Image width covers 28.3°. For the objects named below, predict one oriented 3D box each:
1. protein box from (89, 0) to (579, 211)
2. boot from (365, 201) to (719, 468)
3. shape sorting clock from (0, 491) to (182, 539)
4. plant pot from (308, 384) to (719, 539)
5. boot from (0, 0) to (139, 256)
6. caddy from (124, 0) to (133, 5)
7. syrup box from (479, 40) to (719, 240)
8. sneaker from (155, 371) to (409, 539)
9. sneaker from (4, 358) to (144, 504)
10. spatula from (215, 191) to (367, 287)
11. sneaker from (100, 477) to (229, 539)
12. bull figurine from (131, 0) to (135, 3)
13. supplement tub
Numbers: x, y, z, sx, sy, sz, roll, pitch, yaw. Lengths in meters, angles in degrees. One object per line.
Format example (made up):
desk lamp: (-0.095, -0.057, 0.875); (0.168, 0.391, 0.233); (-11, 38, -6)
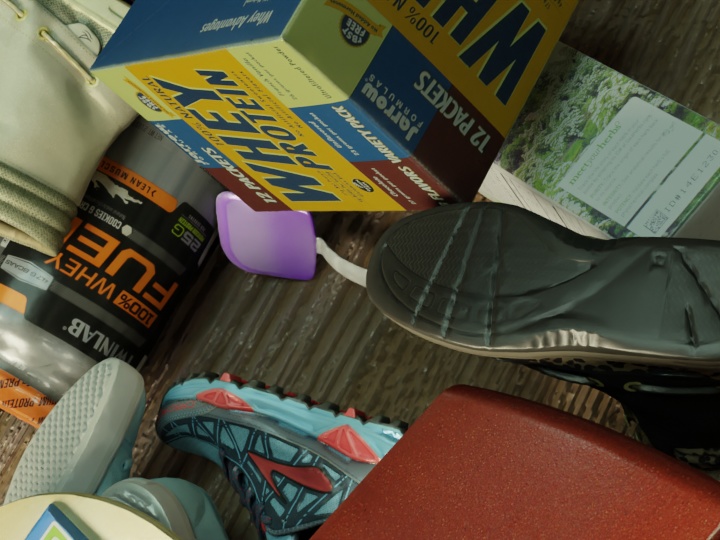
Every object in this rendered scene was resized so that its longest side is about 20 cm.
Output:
protein box: (-0.004, -0.150, 0.761); (0.198, 0.135, 0.200); (3, 59, 54)
boot: (0.114, 0.034, 0.674); (0.200, 0.151, 0.073); (4, 67, 31)
shape sorting clock: (-0.138, 0.209, 0.709); (0.200, 0.039, 0.200); (0, 91, 25)
plant pot: (0.076, 0.167, 0.606); (0.200, 0.200, 0.176); (-48, 40, -3)
boot: (-0.225, -0.111, 0.818); (0.200, 0.072, 0.155); (27, 79, 5)
caddy: (-0.206, -0.177, 0.965); (0.105, 0.141, 0.200); (11, 36, 25)
syrup box: (0.120, -0.060, 0.770); (0.079, 0.081, 0.200); (-49, 48, -4)
sneaker: (-0.041, 0.115, 0.766); (0.200, 0.079, 0.096); (10, 71, 34)
sneaker: (-0.155, 0.150, 0.800); (0.074, 0.082, 0.200); (22, 88, 58)
spatula: (0.000, 0.000, 0.832); (0.200, 0.057, 0.021); (20, 39, 29)
sneaker: (-0.076, 0.202, 0.745); (0.074, 0.082, 0.200); (-18, 80, 29)
bull figurine: (-0.122, -0.209, 0.877); (0.121, 0.200, 0.065); (-49, 29, -4)
supplement tub: (-0.169, -0.003, 0.879); (0.122, 0.123, 0.200); (19, 75, 36)
